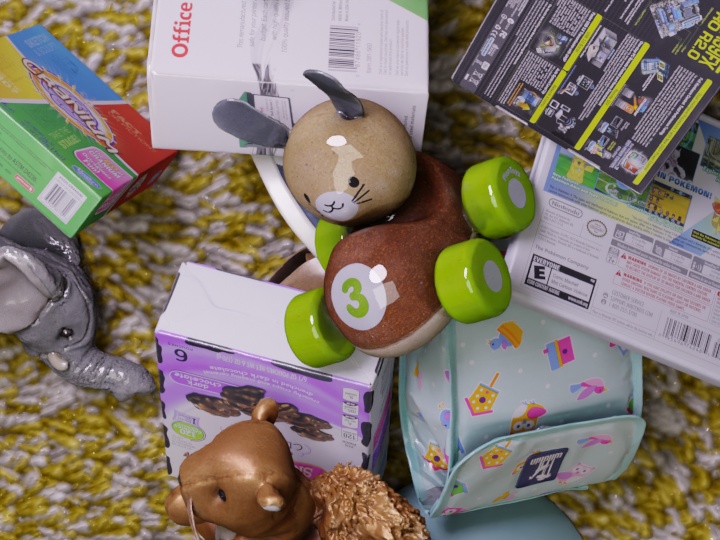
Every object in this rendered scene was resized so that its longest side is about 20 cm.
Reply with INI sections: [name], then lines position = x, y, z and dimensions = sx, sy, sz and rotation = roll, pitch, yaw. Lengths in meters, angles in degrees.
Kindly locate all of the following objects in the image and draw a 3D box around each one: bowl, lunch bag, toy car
[bowl]
position = 0.079, 0.267, 1.771
dimensions = 0.199, 0.105, 0.202
rotation = 3, 104, 13
[lunch bag]
position = 0.119, 0.082, 1.686
dimensions = 0.169, 0.122, 0.201
rotation = -11, 111, -21
[toy car]
position = -0.007, -0.054, 1.556
dimensions = 0.164, 0.158, 0.200
rotation = -17, 128, 35

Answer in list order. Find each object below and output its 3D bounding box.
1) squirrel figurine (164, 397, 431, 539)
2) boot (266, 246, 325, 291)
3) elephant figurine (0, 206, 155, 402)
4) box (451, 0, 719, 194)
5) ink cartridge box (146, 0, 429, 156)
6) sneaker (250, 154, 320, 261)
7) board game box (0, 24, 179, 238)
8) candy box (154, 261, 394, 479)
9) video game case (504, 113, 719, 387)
[squirrel figurine]
position = -0.046, 0.177, 1.663
dimensions = 0.198, 0.142, 0.187
rotation = -2, 138, 3
[boot]
position = 0.000, 0.000, 1.735
dimensions = 0.200, 0.074, 0.075
rotation = -38, 106, 20
[elephant figurine]
position = -0.269, 0.016, 1.791
dimensions = 0.198, 0.155, 0.142
rotation = -5, 59, 3
[box]
position = 0.168, -0.158, 1.525
dimensions = 0.160, 0.044, 0.200
rotation = 30, 142, 0
[ink cartridge box]
position = -0.051, -0.160, 1.647
dimensions = 0.198, 0.147, 0.085
rotation = 4, 140, -2
[sneaker]
position = -0.042, -0.097, 1.709
dimensions = 0.084, 0.075, 0.201
rotation = -29, 79, 0
[board game box]
position = -0.229, -0.108, 1.699
dimensions = 0.153, 0.200, 0.040
rotation = 42, 108, 0
[candy box]
position = -0.063, 0.097, 1.725
dimensions = 0.167, 0.072, 0.201
rotation = 14, 144, 9
[video game case]
position = 0.211, -0.032, 1.635
dimensions = 0.199, 0.022, 0.183
rotation = 22, 76, -13
